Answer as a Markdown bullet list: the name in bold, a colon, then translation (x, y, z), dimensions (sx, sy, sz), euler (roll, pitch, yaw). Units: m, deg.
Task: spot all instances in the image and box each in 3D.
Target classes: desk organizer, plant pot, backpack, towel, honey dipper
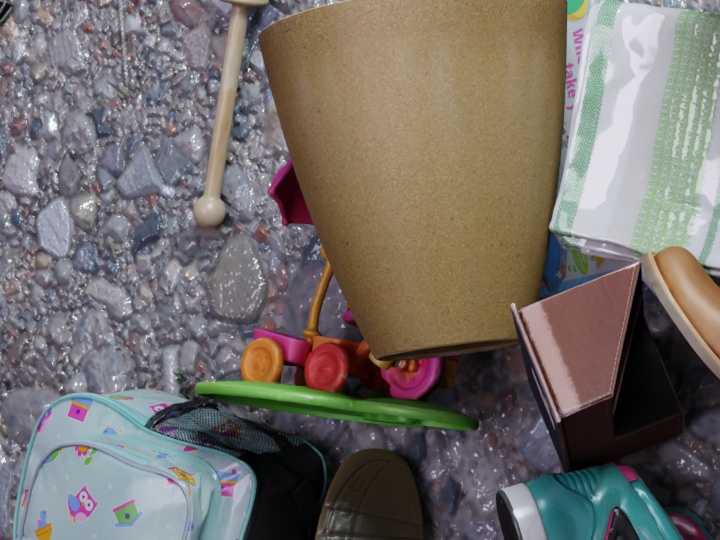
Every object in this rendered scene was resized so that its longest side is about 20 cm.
- **desk organizer**: translation (0.139, 0.061, 1.646), dimensions (0.077, 0.200, 0.072), euler (-22, 75, 1)
- **plant pot**: translation (0.043, -0.052, 1.681), dimensions (0.186, 0.186, 0.201), euler (-12, 82, 35)
- **backpack**: translation (-0.143, 0.170, 1.886), dimensions (0.199, 0.153, 0.177), euler (24, 109, 40)
- **towel**: translation (0.202, -0.069, 1.605), dimensions (0.199, 0.031, 0.150), euler (13, 99, 36)
- **honey dipper**: translation (-0.090, -0.128, 1.918), dimensions (0.038, 0.038, 0.201), euler (18, 104, 34)

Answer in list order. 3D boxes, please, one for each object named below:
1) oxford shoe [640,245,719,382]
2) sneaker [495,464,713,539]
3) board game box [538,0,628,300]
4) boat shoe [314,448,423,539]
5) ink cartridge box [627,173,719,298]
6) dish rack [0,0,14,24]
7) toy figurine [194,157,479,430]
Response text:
- **oxford shoe**: translation (0.235, 0.051, 1.566), dimensions (0.071, 0.071, 0.200), euler (-46, 73, 11)
- **sneaker**: translation (0.160, 0.195, 1.710), dimensions (0.084, 0.120, 0.201), euler (-119, 11, -58)
- **board game box**: translation (0.110, -0.082, 1.772), dimensions (0.134, 0.034, 0.201), euler (-14, 82, 35)
- **boat shoe**: translation (0.001, 0.218, 1.829), dimensions (0.071, 0.066, 0.202), euler (3, 74, -7)
- **ink cartridge box**: translation (0.261, -0.002, 1.632), dimensions (0.148, 0.085, 0.200), euler (-49, 62, 26)
- **dish rack**: translation (-0.268, -0.293, 2.035), dimensions (0.154, 0.054, 0.200), euler (48, 114, 24)
- **toy figurine**: translation (0.000, 0.000, 1.793), dimensions (0.199, 0.150, 0.185), euler (4, 83, 42)
